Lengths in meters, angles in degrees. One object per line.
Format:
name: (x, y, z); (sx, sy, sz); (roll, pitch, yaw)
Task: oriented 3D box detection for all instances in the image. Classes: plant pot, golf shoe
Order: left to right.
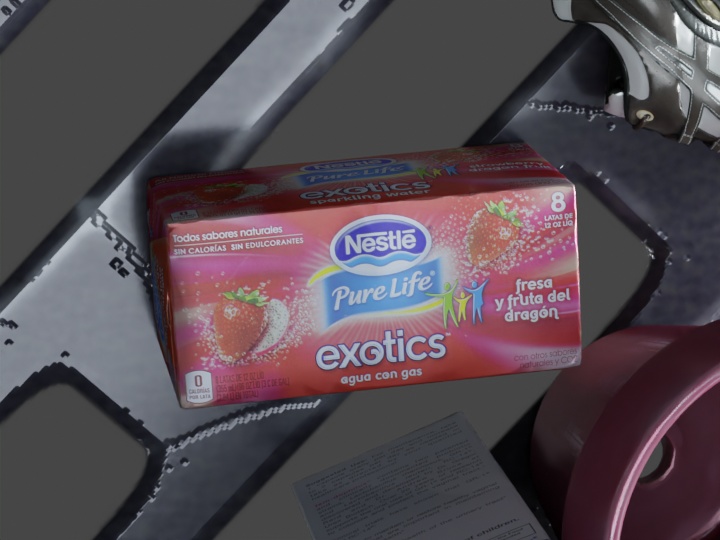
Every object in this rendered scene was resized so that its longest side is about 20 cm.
golf shoe: (0.173, -0.091, 1.282); (0.094, 0.078, 0.200); (-32, 107, 18)
plant pot: (0.174, 0.107, 1.261); (0.200, 0.179, 0.200); (-4, 103, -18)

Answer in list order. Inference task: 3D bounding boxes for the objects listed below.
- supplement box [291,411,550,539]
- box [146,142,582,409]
supplement box: (0.042, 0.159, 1.249); (0.103, 0.200, 0.101); (-24, 109, -5)
box: (0.000, 0.000, 1.251); (0.200, 0.100, 0.096); (-6, 105, -8)
